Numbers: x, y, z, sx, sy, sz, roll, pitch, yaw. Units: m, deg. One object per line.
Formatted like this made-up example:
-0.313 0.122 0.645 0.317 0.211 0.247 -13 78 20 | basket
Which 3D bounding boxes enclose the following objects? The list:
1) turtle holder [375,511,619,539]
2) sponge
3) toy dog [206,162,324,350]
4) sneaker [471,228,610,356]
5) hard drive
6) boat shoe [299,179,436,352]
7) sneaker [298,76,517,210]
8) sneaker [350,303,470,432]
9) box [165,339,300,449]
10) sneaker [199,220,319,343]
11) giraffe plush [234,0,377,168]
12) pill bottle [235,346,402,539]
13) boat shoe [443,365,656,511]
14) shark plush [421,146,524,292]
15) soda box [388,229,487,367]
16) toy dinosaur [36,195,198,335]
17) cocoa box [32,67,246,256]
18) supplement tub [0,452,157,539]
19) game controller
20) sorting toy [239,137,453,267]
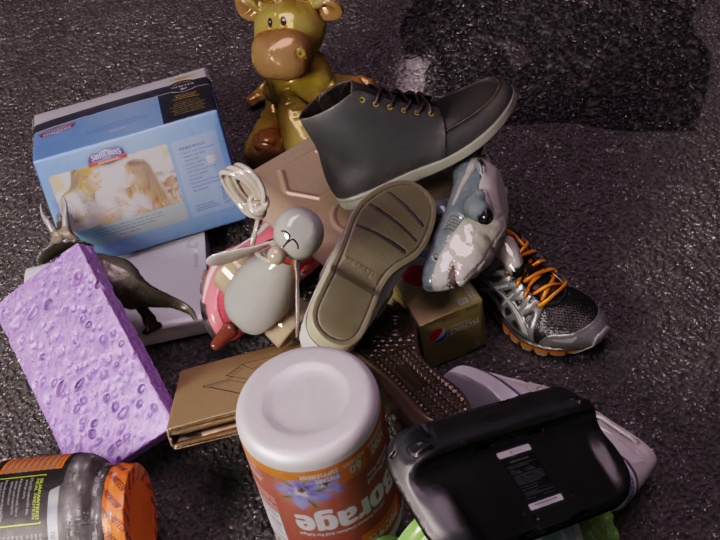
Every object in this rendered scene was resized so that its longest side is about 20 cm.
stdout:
0.111 0.221 0.970 0.141 0.185 0.132 -47 62 12 | turtle holder
-0.252 0.087 1.156 0.111 0.030 0.201 -35 72 12 | sponge
-0.093 0.014 1.115 0.131 0.201 0.096 32 62 22 | toy dog
0.152 0.010 1.191 0.078 0.078 0.199 -37 51 -26 | sneaker
-0.252 0.029 1.298 0.197 0.026 0.133 -12 45 1 | hard drive
0.000 0.000 1.117 0.074 0.068 0.201 37 55 -2 | boat shoe
0.046 -0.147 1.170 0.198 0.107 0.075 -30 28 -1 | sneaker
0.034 0.106 1.124 0.069 0.076 0.200 -13 36 -19 | sneaker
-0.086 0.102 1.117 0.161 0.022 0.200 -14 10 -3 | box
-0.084 -0.011 1.244 0.086 0.074 0.201 -9 36 48 | sneaker
-0.069 -0.231 1.412 0.170 0.163 0.202 -14 45 -2 | giraffe plush
-0.025 0.164 0.991 0.110 0.202 0.113 -7 45 7 | pill bottle
0.161 0.131 1.078 0.198 0.073 0.065 24 41 37 | boat shoe
0.090 -0.072 1.169 0.082 0.091 0.203 -19 57 21 | shark plush
0.051 -0.002 1.233 0.067 0.065 0.201 -21 46 -9 | soda box
-0.248 0.017 1.217 0.198 0.103 0.077 26 57 33 | toy dinosaur
-0.235 -0.111 1.337 0.197 0.135 0.132 -16 31 -5 | cocoa box
-0.278 0.219 1.049 0.197 0.124 0.124 -6 45 7 | supplement tub
0.112 0.144 0.909 0.198 0.042 0.105 -10 64 -37 | game controller
0.004 -0.083 1.252 0.199 0.037 0.184 -36 52 -24 | sorting toy
